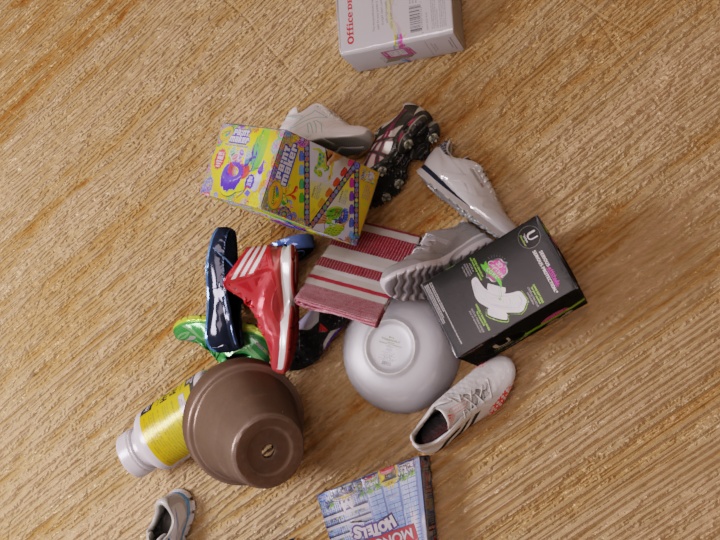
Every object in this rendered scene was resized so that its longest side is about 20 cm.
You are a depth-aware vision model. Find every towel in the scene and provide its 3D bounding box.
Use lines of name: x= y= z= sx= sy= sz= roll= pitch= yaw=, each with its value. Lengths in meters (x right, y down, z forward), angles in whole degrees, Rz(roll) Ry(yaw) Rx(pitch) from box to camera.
towel: x=0.000 y=0.000 z=1.474 sx=0.141 sy=0.023 sz=0.201 roll=15 pitch=48 yaw=19

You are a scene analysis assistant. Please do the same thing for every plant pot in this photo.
plant pot: x=-0.163 y=0.253 z=1.435 sx=0.196 sy=0.174 sz=0.205 roll=-4 pitch=100 yaw=-21

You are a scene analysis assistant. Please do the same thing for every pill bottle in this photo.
pill bottle: x=-0.309 y=0.263 z=1.568 sx=0.198 sy=0.111 sz=0.113 roll=-34 pitch=72 yaw=13

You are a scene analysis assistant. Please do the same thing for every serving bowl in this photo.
serving bowl: x=0.056 y=0.123 z=1.474 sx=0.196 sy=0.066 sz=0.205 roll=-3 pitch=82 yaw=21

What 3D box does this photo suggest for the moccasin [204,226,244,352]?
moccasin: x=-0.208 y=0.031 z=1.525 sx=0.067 sy=0.080 sz=0.205 roll=1 pitch=93 yaw=23

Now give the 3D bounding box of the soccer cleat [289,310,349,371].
soccer cleat: x=-0.065 y=0.088 z=1.534 sx=0.068 sy=0.073 sz=0.200 roll=41 pitch=116 yaw=-3

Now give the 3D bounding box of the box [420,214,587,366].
box: x=0.215 y=0.034 z=1.379 sx=0.198 sy=0.148 sz=0.126 roll=-30 pitch=71 yaw=13

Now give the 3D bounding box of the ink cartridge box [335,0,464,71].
ink cartridge box: x=0.064 y=-0.427 z=1.543 sx=0.196 sy=0.084 sz=0.148 roll=-7 pitch=79 yaw=19

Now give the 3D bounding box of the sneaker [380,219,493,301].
sneaker: x=0.108 y=-0.017 z=1.443 sx=0.197 sy=0.076 sz=0.082 roll=-21 pitch=51 yaw=-27

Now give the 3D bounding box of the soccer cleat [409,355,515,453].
soccer cleat: x=0.154 y=0.205 z=1.412 sx=0.199 sy=0.085 sz=0.069 roll=-42 pitch=70 yaw=11

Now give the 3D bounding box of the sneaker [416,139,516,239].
sneaker: x=0.178 y=-0.123 z=1.463 sx=0.081 sy=0.076 sz=0.200 roll=-46 pitch=70 yaw=-2

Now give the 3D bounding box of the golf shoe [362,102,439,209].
golf shoe: x=0.044 y=-0.184 z=1.532 sx=0.200 sy=0.077 sz=0.089 roll=-45 pitch=43 yaw=12

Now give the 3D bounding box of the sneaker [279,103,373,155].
sneaker: x=-0.060 y=-0.239 z=1.557 sx=0.197 sy=0.070 sz=0.082 roll=8 pitch=75 yaw=37

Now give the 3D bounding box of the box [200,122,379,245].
box: x=-0.113 y=-0.138 z=1.471 sx=0.199 sy=0.190 sz=0.124 roll=17 pitch=87 yaw=53

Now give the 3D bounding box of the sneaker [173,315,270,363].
sneaker: x=-0.236 y=0.123 z=1.581 sx=0.196 sy=0.074 sz=0.085 roll=8 pitch=81 yaw=22

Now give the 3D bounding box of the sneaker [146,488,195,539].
sneaker: x=-0.332 y=0.470 z=1.560 sx=0.073 sy=0.086 sz=0.205 roll=1 pitch=84 yaw=19

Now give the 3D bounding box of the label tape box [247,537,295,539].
label tape box: x=-0.212 y=0.480 z=1.480 sx=0.066 sy=0.143 sz=0.201 roll=43 pitch=98 yaw=20

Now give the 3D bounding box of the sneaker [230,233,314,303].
sneaker: x=-0.153 y=0.007 z=1.574 sx=0.197 sy=0.070 sz=0.079 roll=-26 pitch=76 yaw=23

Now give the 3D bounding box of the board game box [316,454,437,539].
board game box: x=0.042 y=0.414 z=1.437 sx=0.197 sy=0.062 sz=0.203 roll=-23 pitch=74 yaw=16

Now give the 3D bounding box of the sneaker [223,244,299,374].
sneaker: x=-0.156 y=0.058 z=1.470 sx=0.113 sy=0.078 sz=0.205 roll=3 pitch=93 yaw=7
